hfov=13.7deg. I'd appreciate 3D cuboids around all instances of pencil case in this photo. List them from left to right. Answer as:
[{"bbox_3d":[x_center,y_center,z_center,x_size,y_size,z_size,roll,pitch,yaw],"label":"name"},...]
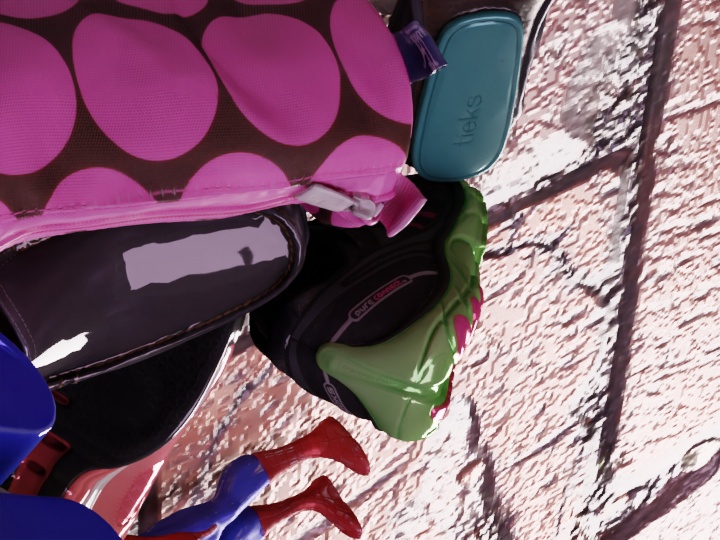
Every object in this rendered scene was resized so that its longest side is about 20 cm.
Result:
[{"bbox_3d":[-0.074,-0.043,0.924,0.199,0.094,0.091,-9,156,-38],"label":"pencil case"}]

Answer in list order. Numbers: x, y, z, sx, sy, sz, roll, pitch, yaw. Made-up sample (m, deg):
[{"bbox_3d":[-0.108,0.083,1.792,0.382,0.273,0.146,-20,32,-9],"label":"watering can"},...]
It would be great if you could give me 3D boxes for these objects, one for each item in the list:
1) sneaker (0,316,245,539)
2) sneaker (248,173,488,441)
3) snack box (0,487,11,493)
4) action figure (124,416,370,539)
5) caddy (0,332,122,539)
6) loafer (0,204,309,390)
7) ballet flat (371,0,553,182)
[{"bbox_3d":[-0.109,0.066,1.149,0.200,0.074,0.087,-56,174,8],"label":"sneaker"},{"bbox_3d":[0.000,0.000,1.115,0.200,0.083,0.077,-90,-160,-78],"label":"sneaker"},{"bbox_3d":[-0.141,0.140,1.091,0.116,0.200,0.037,-57,-171,19],"label":"snack box"},{"bbox_3d":[-0.085,0.124,1.241,0.199,0.052,0.066,-21,145,-27],"label":"action figure"},{"bbox_3d":[-0.162,0.077,0.883,0.105,0.142,0.200,-39,150,19],"label":"caddy"},{"bbox_3d":[-0.111,0.016,1.000,0.199,0.072,0.073,-17,116,-2],"label":"loafer"},{"bbox_3d":[0.043,-0.116,1.083,0.073,0.073,0.200,-23,152,-29],"label":"ballet flat"}]
